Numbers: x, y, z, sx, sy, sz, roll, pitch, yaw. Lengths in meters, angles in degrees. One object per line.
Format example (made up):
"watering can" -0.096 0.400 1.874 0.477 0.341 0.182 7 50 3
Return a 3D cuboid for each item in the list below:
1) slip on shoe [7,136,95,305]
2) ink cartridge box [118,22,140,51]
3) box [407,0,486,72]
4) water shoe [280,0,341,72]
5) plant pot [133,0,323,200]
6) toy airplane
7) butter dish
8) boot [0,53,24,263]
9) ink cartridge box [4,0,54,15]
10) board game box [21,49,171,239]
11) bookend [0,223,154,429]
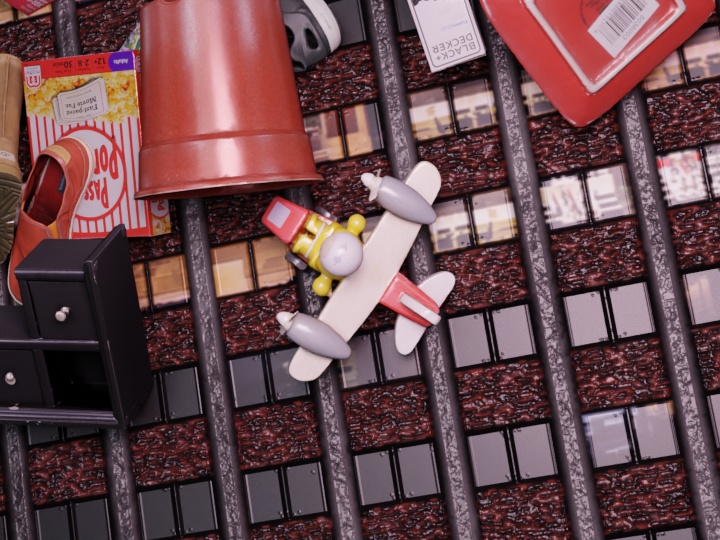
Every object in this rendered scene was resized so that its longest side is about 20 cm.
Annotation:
"slip on shoe" -0.348 -0.051 1.386 0.074 0.061 0.201 29 110 16
"ink cartridge box" -0.205 -0.244 1.438 0.109 0.050 0.201 37 92 15
"box" 0.072 -0.313 1.318 0.060 0.117 0.201 -18 102 9
"water shoe" -0.108 -0.306 1.405 0.079 0.072 0.200 -41 76 -16
"plant pot" -0.146 -0.180 1.321 0.199 0.201 0.197 -5 92 12
"toy airplane" 0.000 0.000 1.310 0.198 0.141 0.202 -12 79 10
"butter dish" 0.223 -0.287 1.306 0.200 0.148 0.200 -42 116 2
"boot" -0.417 -0.117 1.436 0.175 0.066 0.201 -53 34 33
"ink cartridge box" -0.344 -0.412 1.477 0.199 0.083 0.148 -25 78 9
"board game box" -0.292 -0.136 1.407 0.150 0.046 0.202 -2 97 24
"bookend" -0.340 0.058 1.356 0.197 0.092 0.201 1 117 12
